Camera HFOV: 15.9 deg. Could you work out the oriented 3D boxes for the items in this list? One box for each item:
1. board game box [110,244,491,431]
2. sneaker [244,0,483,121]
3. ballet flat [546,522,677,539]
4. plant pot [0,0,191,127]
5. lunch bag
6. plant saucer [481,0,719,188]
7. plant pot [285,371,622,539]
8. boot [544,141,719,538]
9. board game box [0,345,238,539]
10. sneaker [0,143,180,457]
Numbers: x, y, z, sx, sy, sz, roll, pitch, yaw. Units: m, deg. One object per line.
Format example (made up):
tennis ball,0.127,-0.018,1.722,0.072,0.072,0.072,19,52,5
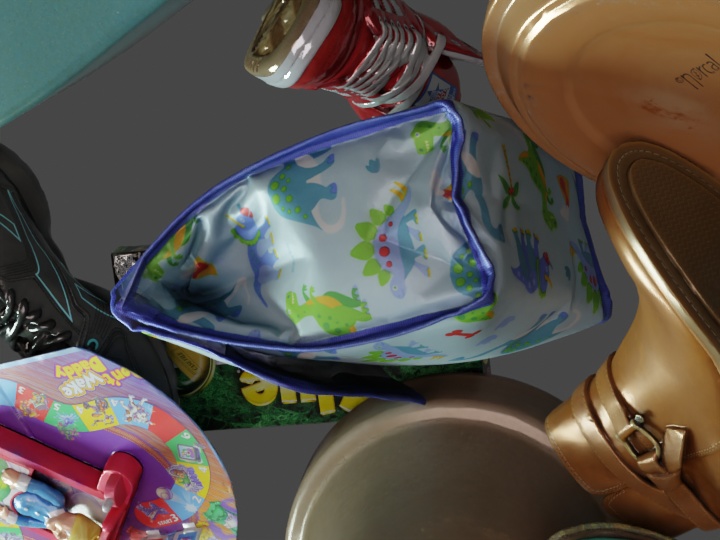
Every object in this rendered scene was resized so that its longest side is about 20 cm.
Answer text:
board game box,-0.032,0.031,1.393,0.199,0.023,0.106,-5,103,12
sneaker,0.006,-0.102,1.267,0.112,0.200,0.071,39,102,-8
ballet flat,0.164,0.165,1.283,0.199,0.071,0.071,18,107,-21
plant pot,-0.175,-0.153,1.324,0.200,0.141,0.142,-40,93,23
lunch bag,0.000,0.000,1.267,0.199,0.170,0.128,-14,80,23
plant saucer,0.151,-0.086,1.167,0.199,0.032,0.201,12,147,8
plant pot,0.044,0.177,1.321,0.199,0.175,0.202,4,112,10
boot,0.142,0.042,1.233,0.200,0.077,0.155,47,141,-13
board game box,-0.167,0.123,1.383,0.199,0.039,0.158,-13,122,29
sneaker,-0.177,0.023,1.378,0.075,0.079,0.200,-41,85,29
